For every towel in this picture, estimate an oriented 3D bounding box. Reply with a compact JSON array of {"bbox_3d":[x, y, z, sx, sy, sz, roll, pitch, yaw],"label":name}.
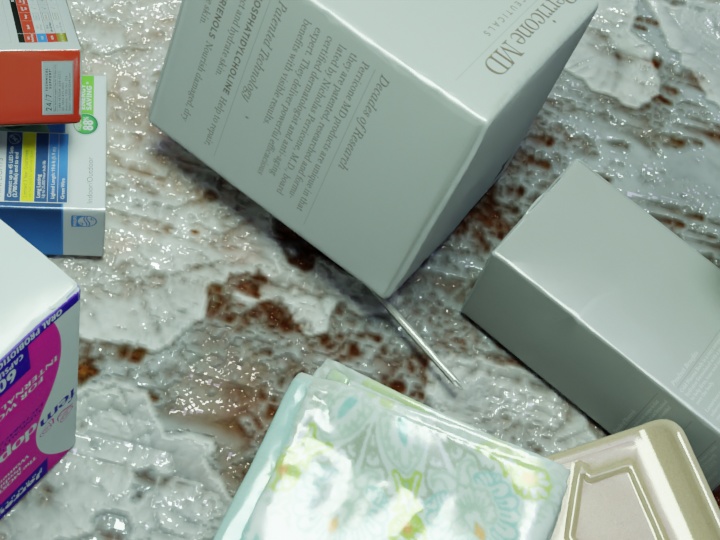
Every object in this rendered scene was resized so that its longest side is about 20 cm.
[{"bbox_3d":[0.005,0.165,0.758,0.170,0.048,0.201,22,71,14],"label":"towel"}]

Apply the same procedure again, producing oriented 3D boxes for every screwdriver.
[{"bbox_3d":[0.000,0.000,0.882,0.028,0.029,0.200,-34,68,-26],"label":"screwdriver"}]

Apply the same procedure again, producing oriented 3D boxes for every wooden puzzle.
[{"bbox_3d":[0.124,0.201,0.788,0.198,0.046,0.186,-18,67,-7],"label":"wooden puzzle"}]

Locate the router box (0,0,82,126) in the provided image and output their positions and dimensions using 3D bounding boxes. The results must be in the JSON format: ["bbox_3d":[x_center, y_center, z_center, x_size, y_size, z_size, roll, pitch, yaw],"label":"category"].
[{"bbox_3d":[-0.273,-0.156,0.844,0.178,0.049,0.200,-4,35,-18],"label":"router box"}]

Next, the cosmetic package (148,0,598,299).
[{"bbox_3d":[0.006,-0.130,0.863,0.199,0.167,0.167,36,47,8],"label":"cosmetic package"}]

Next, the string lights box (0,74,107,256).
[{"bbox_3d":[-0.258,-0.068,0.848,0.198,0.059,0.104,1,61,-12],"label":"string lights box"}]

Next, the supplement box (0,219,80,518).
[{"bbox_3d":[-0.215,0.056,0.710,0.103,0.200,0.101,38,61,8],"label":"supplement box"}]

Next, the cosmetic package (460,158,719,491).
[{"bbox_3d":[0.175,0.037,0.874,0.200,0.090,0.107,39,59,13],"label":"cosmetic package"}]
